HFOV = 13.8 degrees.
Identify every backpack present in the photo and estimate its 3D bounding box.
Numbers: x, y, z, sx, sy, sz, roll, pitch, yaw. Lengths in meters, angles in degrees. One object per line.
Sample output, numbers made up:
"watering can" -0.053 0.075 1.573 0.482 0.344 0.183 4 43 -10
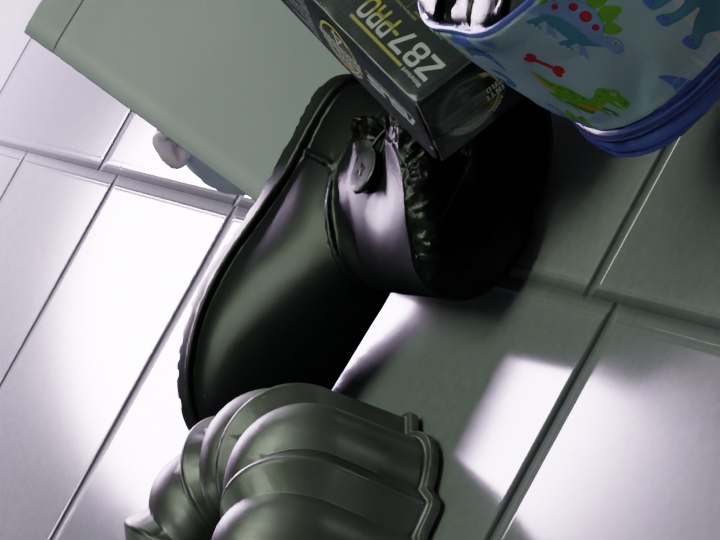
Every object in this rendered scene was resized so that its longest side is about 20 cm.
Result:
"backpack" 0.126 -0.139 1.086 0.200 0.147 0.183 -54 16 0

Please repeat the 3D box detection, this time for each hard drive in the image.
"hard drive" -0.048 -0.113 1.435 0.132 0.200 0.027 -56 -10 10

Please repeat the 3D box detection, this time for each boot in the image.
"boot" 0.000 0.000 1.312 0.201 0.076 0.168 -65 22 -7

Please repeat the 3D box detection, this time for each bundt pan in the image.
"bundt pan" -0.053 0.133 1.255 0.202 0.076 0.202 -49 21 26

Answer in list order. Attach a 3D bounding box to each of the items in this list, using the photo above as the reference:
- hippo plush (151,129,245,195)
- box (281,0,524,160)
"hippo plush" -0.059 -0.125 1.521 0.199 0.159 0.162 1 70 51
"box" 0.035 -0.162 1.276 0.161 0.049 0.200 -37 54 -9
